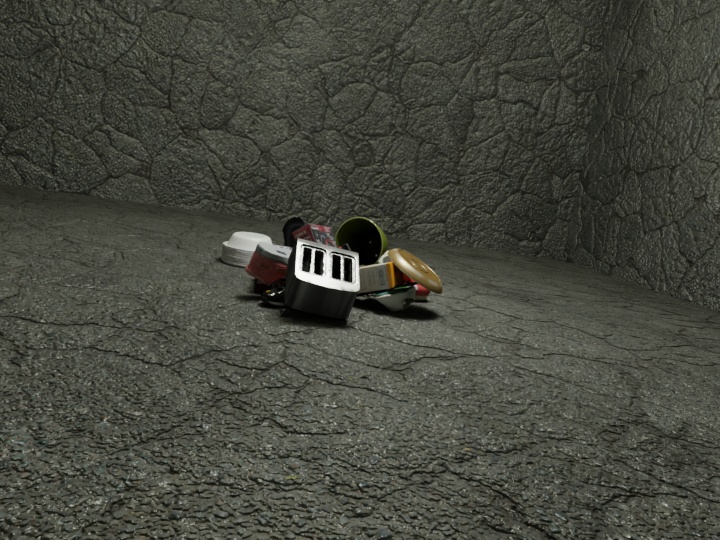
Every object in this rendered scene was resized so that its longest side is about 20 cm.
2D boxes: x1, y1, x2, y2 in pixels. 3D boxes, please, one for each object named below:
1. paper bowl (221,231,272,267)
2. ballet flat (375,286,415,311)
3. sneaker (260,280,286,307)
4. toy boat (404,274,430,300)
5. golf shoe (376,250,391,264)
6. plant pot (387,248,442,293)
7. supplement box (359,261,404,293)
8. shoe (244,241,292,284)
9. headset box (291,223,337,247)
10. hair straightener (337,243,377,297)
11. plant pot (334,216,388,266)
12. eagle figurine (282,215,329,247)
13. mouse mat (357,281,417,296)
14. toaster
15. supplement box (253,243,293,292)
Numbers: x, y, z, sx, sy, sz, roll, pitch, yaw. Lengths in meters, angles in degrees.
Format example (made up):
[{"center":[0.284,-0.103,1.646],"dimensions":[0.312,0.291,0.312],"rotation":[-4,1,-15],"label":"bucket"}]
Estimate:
[{"center":[-0.393,-0.076,2.030],"dimensions":[0.196,0.107,0.201],"rotation":[9,10,-2],"label":"paper bowl"},{"center":[0.112,0.085,1.660],"dimensions":[0.068,0.071,0.199],"rotation":[14,13,29],"label":"ballet flat"},{"center":[-0.190,0.043,1.543],"dimensions":[0.069,0.092,0.198],"rotation":[16,11,38],"label":"sneaker"},{"center":[0.141,0.014,1.849],"dimensions":[0.196,0.133,0.131],"rotation":[5,25,-22],"label":"toy boat"},{"center":[0.140,0.010,1.966],"dimensions":[0.198,0.089,0.077],"rotation":[29,5,-31],"label":"golf shoe"},{"center":[0.165,-0.005,1.666],"dimensions":[0.198,0.028,0.201],"rotation":[33,15,-10],"label":"plant pot"},{"center":[0.017,0.025,1.667],"dimensions":[0.196,0.075,0.126],"rotation":[-9,1,21],"label":"supplement box"},{"center":[-0.224,-0.007,1.576],"dimensions":[0.198,0.092,0.072],"rotation":[20,21,-44],"label":"shoe"},{"center":[-0.129,-0.055,1.794],"dimensions":[0.074,0.204,0.148],"rotation":[-24,-11,23],"label":"headset box"},{"center":[0.000,0.000,1.810],"dimensions":[0.077,0.041,0.201],"rotation":[-29,80,-48],"label":"hair straightener"},{"center":[0.026,-0.091,2.061],"dimensions":[0.183,0.192,0.199],"rotation":[12,5,21],"label":"plant pot"},{"center":[-0.190,-0.083,1.943],"dimensions":[0.147,0.205,0.152],"rotation":[7,6,7],"label":"eagle figurine"},{"center":[0.083,0.054,1.670],"dimensions":[0.196,0.008,0.160],"rotation":[-12,1,27],"label":"mouse mat"},{"center":[-0.102,0.025,1.459],"dimensions":[0.177,0.120,0.202],"rotation":[13,42,-13],"label":"toaster"},{"center":[-0.248,-0.004,1.693],"dimensions":[0.106,0.062,0.201],"rotation":[8,29,-5],"label":"supplement box"}]
